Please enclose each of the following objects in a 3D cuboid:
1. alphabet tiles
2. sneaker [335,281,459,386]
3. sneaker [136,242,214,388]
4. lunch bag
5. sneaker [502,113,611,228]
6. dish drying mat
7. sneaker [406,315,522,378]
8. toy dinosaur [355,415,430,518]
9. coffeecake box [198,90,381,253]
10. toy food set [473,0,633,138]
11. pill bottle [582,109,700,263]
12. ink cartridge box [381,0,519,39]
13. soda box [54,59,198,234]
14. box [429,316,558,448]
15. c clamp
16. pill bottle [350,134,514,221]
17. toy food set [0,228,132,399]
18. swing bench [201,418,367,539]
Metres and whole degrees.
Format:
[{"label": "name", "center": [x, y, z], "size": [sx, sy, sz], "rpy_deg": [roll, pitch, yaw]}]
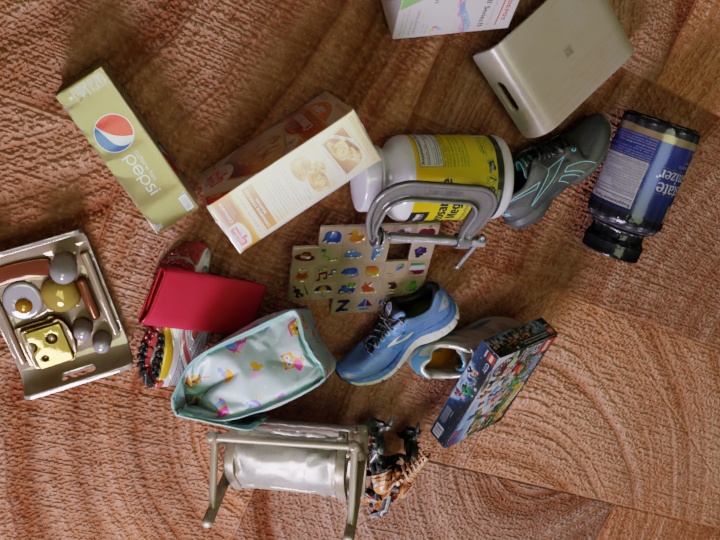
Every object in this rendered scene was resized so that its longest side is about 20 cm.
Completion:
[{"label": "alphabet tiles", "center": [0.000, 0.000, 1.082], "size": [0.198, 0.008, 0.168], "rpy_deg": [-3, 135, -15]}, {"label": "sneaker", "center": [0.042, 0.083, 1.118], "size": [0.199, 0.079, 0.089], "rpy_deg": [-37, 129, -6]}, {"label": "sneaker", "center": [-0.235, 0.058, 1.046], "size": [0.082, 0.078, 0.202], "rpy_deg": [5, 107, -46]}, {"label": "lunch bag", "center": [-0.142, 0.137, 1.033], "size": [0.199, 0.170, 0.123], "rpy_deg": [-28, 87, 0]}, {"label": "sneaker", "center": [0.267, -0.147, 1.094], "size": [0.200, 0.075, 0.079], "rpy_deg": [-47, 127, 5]}, {"label": "dish drying mat", "center": [-0.197, 0.041, 1.008], "size": [0.200, 0.018, 0.077], "rpy_deg": [14, 99, -59]}, {"label": "sneaker", "center": [0.165, 0.122, 1.174], "size": [0.198, 0.081, 0.077], "rpy_deg": [-10, 112, -14]}, {"label": "toy dinosaur", "center": [0.049, 0.297, 1.173], "size": [0.199, 0.137, 0.102], "rpy_deg": [-19, 143, 38]}, {"label": "coffeecake box", "center": [-0.092, -0.126, 0.960], "size": [0.199, 0.154, 0.073], "rpy_deg": [-34, 116, -1]}, {"label": "toy food set", "center": [0.262, -0.297, 1.056], "size": [0.200, 0.060, 0.144], "rpy_deg": [-43, 115, -6]}, {"label": "pill bottle", "center": [0.395, -0.119, 1.128], "size": [0.111, 0.112, 0.201], "rpy_deg": [11, 107, -20]}, {"label": "ink cartridge box", "center": [0.134, -0.352, 0.953], "size": [0.198, 0.068, 0.117], "rpy_deg": [-10, 158, -12]}, {"label": "soda box", "center": [-0.277, -0.148, 0.945], "size": [0.064, 0.068, 0.201], "rpy_deg": [-31, 116, -2]}, {"label": "box", "center": [0.194, 0.166, 1.155], "size": [0.136, 0.038, 0.201], "rpy_deg": [-15, 140, -39]}, {"label": "c clamp", "center": [0.090, -0.054, 1.011], "size": [0.198, 0.027, 0.171], "rpy_deg": [6, 144, -27]}, {"label": "pill bottle", "center": [0.092, -0.122, 1.038], "size": [0.198, 0.113, 0.113], "rpy_deg": [-3, 112, -15]}, {"label": "toy food set", "center": [-0.389, 0.057, 0.989], "size": [0.142, 0.060, 0.201], "rpy_deg": [-18, 114, -9]}, {"label": "swing bench", "center": [-0.094, 0.268, 1.073], "size": [0.197, 0.200, 0.131], "rpy_deg": [4, 91, 4]}]
